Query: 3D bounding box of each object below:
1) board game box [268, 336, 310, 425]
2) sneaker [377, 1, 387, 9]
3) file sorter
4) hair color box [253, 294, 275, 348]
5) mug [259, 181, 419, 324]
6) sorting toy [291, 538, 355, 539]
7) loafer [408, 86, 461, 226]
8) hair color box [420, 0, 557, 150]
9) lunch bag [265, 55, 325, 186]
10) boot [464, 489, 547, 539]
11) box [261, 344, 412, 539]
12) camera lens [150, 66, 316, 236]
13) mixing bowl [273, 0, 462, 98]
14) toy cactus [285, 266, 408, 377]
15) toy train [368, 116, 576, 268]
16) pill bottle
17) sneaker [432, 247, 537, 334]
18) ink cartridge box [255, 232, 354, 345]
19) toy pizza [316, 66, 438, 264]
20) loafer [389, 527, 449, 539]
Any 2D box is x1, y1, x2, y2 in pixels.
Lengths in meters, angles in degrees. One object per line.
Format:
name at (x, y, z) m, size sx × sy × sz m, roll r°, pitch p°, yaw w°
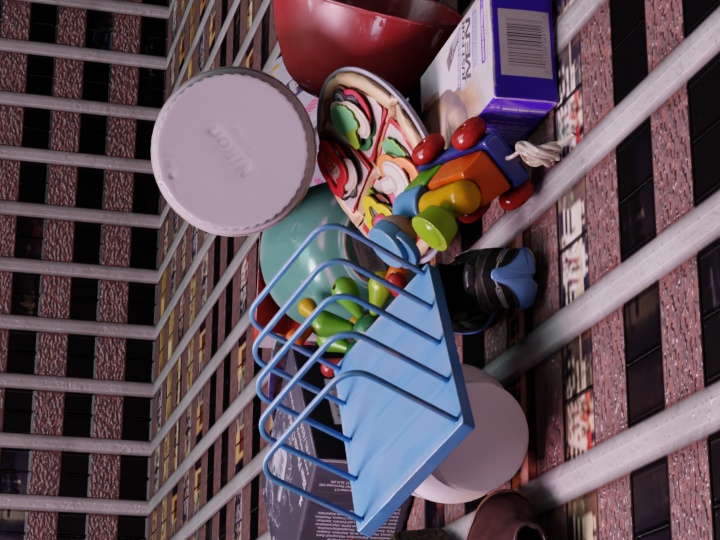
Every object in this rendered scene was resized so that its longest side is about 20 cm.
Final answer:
board game box at (-0.041, 0.094, 1.971) m, size 0.200 × 0.039 × 0.160 m, roll -25°, pitch -55°, yaw -63°
sneaker at (0.044, -0.308, 1.871) m, size 0.100 × 0.069 × 0.202 m, roll -107°, pitch 29°, yaw -71°
file sorter at (-0.009, 0.082, 1.408) m, size 0.139 × 0.122 × 0.201 m, roll -49°, pitch 29°, yaw 26°
hair color box at (-0.063, 0.021, 2.090) m, size 0.201 × 0.100 × 0.062 m, roll 117°, pitch 154°, yaw -53°
mug at (-0.001, -0.011, 1.806) m, size 0.114 × 0.184 × 0.153 m, roll -14°, pitch 51°, yaw 56°
sorting toy at (0.013, 0.353, 1.598) m, size 0.200 × 0.069 × 0.200 m, roll 56°, pitch -171°, yaw -62°
loafer at (0.061, -0.125, 1.729) m, size 0.072 × 0.062 × 0.201 m, roll 111°, pitch 158°, yaw -46°
hair color box at (0.111, -0.162, 1.553) m, size 0.200 × 0.064 × 0.111 m, roll 127°, pitch 144°, yaw -67°
lunch bag at (-0.052, -0.175, 2.076) m, size 0.171 × 0.126 × 0.201 m, roll -103°, pitch 30°, yaw -45°
boot at (0.100, 0.279, 1.391) m, size 0.166 × 0.072 × 0.202 m, roll -125°, pitch 48°, yaw -85°
box at (-0.026, 0.219, 1.854) m, size 0.197 × 0.116 × 0.202 m, roll -106°, pitch 25°, yaw -55°
camera lens at (-0.122, -0.116, 1.693) m, size 0.200 × 0.158 × 0.162 m, roll -126°, pitch 42°, yaw -86°
mixing bowl at (-0.004, -0.226, 1.734) m, size 0.200 × 0.198 × 0.110 m, roll -121°, pitch 43°, yaw -66°
toy cactus at (0.018, 0.082, 1.684) m, size 0.199 × 0.102 × 0.166 m, roll -27°, pitch 98°, yaw 51°
toy train at (0.090, -0.064, 1.459) m, size 0.116 × 0.085 × 0.199 m, roll -47°, pitch 15°, yaw -25°
pill bottle at (0.070, 0.139, 1.497) m, size 0.200 × 0.118 × 0.121 m, roll 170°, pitch 104°, yaw -74°
sneaker at (0.091, 0.013, 1.528) m, size 0.200 × 0.082 × 0.072 m, roll 149°, pitch 123°, yaw -73°
ink cartridge box at (-0.041, -0.003, 1.884) m, size 0.200 × 0.050 × 0.164 m, roll 23°, pitch -113°, yaw -61°
toy pizza at (0.012, -0.095, 1.646) m, size 0.200 × 0.032 × 0.202 m, roll 41°, pitch 144°, yaw 37°
loafer at (0.059, 0.283, 1.569) m, size 0.200 × 0.075 × 0.069 m, roll -42°, pitch -58°, yaw -83°
